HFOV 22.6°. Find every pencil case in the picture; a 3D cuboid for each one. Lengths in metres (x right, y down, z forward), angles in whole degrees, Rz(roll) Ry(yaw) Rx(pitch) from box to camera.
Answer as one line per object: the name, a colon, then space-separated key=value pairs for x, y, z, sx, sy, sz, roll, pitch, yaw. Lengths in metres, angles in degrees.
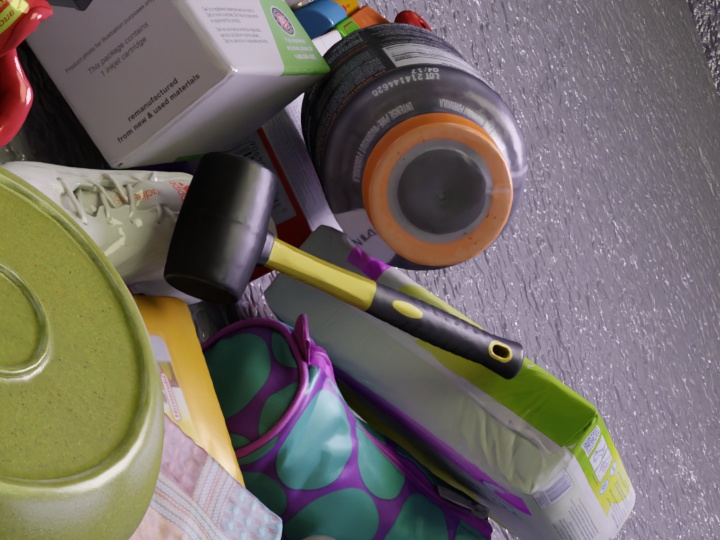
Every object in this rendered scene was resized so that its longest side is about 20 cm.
pencil case: x=-0.010 y=0.107 z=0.931 sx=0.200 sy=0.092 sz=0.085 roll=45 pitch=18 yaw=-41

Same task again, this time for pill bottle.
pill bottle: x=0.027 y=-0.063 z=0.944 sx=0.107 sy=0.106 sz=0.200 roll=59 pitch=3 yaw=-18

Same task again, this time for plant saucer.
plant saucer: x=-0.148 y=0.023 z=0.679 sx=0.199 sy=0.031 sz=0.201 roll=32 pitch=36 yaw=-28

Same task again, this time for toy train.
toy train: x=-0.011 y=-0.182 z=1.289 sx=0.116 sy=0.085 sz=0.200 roll=50 pitch=22 yaw=-5

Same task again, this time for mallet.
mallet: x=0.000 y=0.000 z=0.863 sx=0.199 sy=0.041 sz=0.066 roll=17 pitch=76 yaw=-30

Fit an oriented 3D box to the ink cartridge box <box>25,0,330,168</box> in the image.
ink cartridge box: x=-0.121 y=-0.159 z=0.920 sx=0.201 sy=0.084 sz=0.145 roll=56 pitch=19 yaw=6

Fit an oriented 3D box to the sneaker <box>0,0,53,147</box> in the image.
sneaker: x=-0.155 y=-0.121 z=0.678 sx=0.077 sy=0.085 sz=0.200 roll=-51 pitch=163 yaw=-28

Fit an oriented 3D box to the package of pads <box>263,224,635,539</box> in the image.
package of pads: x=0.053 y=0.075 z=0.998 sx=0.200 sy=0.068 sz=0.155 roll=36 pitch=-10 yaw=29

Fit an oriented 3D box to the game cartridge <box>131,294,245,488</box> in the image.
game cartridge: x=-0.116 y=0.089 z=0.749 sx=0.200 sy=0.032 sz=0.177 roll=8 pitch=60 yaw=-61

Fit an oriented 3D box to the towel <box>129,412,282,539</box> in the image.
towel: x=-0.089 y=0.135 z=0.705 sx=0.147 sy=0.022 sz=0.201 roll=47 pitch=31 yaw=-29

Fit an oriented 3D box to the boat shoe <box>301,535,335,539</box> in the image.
boat shoe: x=-0.015 y=0.201 z=0.819 sx=0.068 sy=0.071 sz=0.200 roll=57 pitch=7 yaw=-26

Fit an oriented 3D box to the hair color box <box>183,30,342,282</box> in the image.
hair color box: x=-0.043 y=-0.073 z=1.097 sx=0.111 sy=0.064 sz=0.200 roll=64 pitch=22 yaw=-6

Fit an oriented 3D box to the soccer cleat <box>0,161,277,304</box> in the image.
soccer cleat: x=-0.111 y=-0.022 z=0.847 sx=0.200 sy=0.077 sz=0.070 roll=12 pitch=56 yaw=-65

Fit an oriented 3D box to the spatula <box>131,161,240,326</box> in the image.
spatula: x=-0.066 y=0.028 z=0.984 sx=0.056 sy=0.020 sz=0.201 roll=-39 pitch=106 yaw=-57
